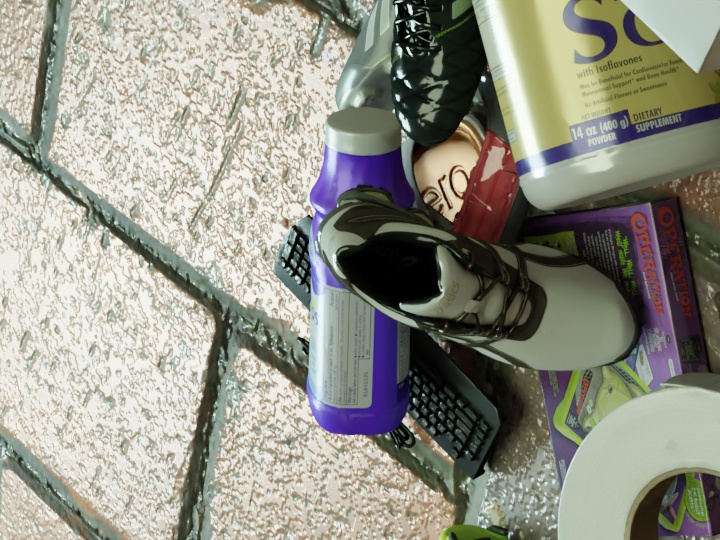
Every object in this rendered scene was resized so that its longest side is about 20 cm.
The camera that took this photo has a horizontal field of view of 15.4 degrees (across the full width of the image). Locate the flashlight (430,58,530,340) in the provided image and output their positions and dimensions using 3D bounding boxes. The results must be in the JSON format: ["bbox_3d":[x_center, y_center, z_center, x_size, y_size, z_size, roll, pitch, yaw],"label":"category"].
[{"bbox_3d":[0.076,-0.057,1.599,0.068,0.068,0.200,23,101,13],"label":"flashlight"}]

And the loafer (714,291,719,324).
[{"bbox_3d":[0.250,-0.014,1.444,0.063,0.072,0.200,61,141,25],"label":"loafer"}]

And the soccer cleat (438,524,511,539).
[{"bbox_3d":[0.110,0.238,1.680,0.200,0.065,0.084,42,132,34],"label":"soccer cleat"}]

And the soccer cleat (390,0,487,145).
[{"bbox_3d":[0.039,-0.174,1.547,0.067,0.081,0.200,10,92,40],"label":"soccer cleat"}]

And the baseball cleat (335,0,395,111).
[{"bbox_3d":[0.039,-0.181,1.657,0.200,0.070,0.107,-45,59,35],"label":"baseball cleat"}]

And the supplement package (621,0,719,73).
[{"bbox_3d":[0.216,-0.211,1.324,0.152,0.200,0.151,49,133,30],"label":"supplement package"}]

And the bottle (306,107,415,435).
[{"bbox_3d":[0.000,0.000,1.652,0.084,0.065,0.200,-96,7,-65],"label":"bottle"}]

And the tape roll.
[{"bbox_3d":[0.206,0.160,1.535,0.203,0.037,0.203,10,106,35],"label":"tape roll"}]

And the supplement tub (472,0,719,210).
[{"bbox_3d":[0.137,-0.145,1.479,0.145,0.145,0.200,-17,87,50],"label":"supplement tub"}]

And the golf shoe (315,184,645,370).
[{"bbox_3d":[0.067,0.018,1.541,0.200,0.094,0.078,17,104,-2],"label":"golf shoe"}]

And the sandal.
[{"bbox_3d":[0.018,-0.026,1.720,0.207,0.059,0.079,-42,68,47],"label":"sandal"}]

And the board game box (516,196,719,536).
[{"bbox_3d":[0.157,0.061,1.604,0.120,0.032,0.200,-6,96,53],"label":"board game box"}]

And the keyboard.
[{"bbox_3d":[0.012,0.061,1.752,0.200,0.021,0.127,46,150,19],"label":"keyboard"}]
